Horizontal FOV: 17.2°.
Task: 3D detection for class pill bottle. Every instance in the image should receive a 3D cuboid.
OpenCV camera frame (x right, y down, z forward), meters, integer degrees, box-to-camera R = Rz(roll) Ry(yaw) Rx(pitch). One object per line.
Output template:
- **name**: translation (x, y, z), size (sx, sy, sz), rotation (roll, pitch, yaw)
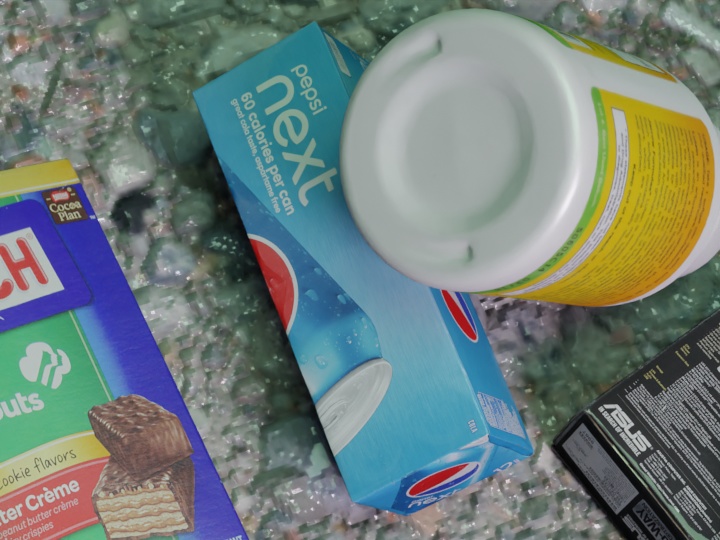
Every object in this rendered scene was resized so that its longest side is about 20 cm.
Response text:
- **pill bottle**: translation (0.086, -0.041, 1.005), size (0.200, 0.111, 0.111), rotation (7, 53, -59)

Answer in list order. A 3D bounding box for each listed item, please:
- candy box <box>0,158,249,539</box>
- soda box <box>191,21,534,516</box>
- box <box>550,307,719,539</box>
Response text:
- **candy box**: translation (-0.157, 0.068, 0.942), size (0.169, 0.077, 0.200), rotation (-15, 69, -35)
- **soda box**: translation (0.000, 0.000, 1.023), size (0.068, 0.064, 0.200), rotation (-28, 70, 15)
- **box**: translation (0.207, 0.103, 1.047), size (0.158, 0.050, 0.200), rotation (-34, 77, -26)
